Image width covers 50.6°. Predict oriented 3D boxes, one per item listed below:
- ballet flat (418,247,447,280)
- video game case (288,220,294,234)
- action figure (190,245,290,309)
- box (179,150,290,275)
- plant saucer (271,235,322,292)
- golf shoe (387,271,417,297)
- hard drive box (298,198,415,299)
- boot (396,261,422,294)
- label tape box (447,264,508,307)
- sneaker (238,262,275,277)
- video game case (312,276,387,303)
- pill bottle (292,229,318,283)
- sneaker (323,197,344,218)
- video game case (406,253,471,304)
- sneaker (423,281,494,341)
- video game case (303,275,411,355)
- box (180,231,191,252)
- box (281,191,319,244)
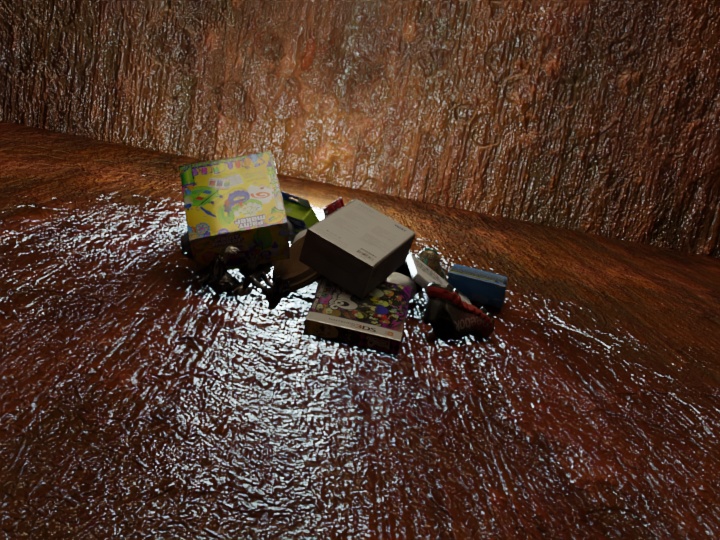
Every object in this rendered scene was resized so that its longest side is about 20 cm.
[{"bbox_3d":[0.169,0.010,1.869,0.069,0.067,0.200,15,-16,21],"label":"ballet flat"},{"bbox_3d":[-0.262,-0.107,1.786,0.177,0.024,0.200,-7,-13,7],"label":"video game case"},{"bbox_3d":[-0.234,0.006,1.487,0.195,0.105,0.118,17,7,18],"label":"action figure"},{"bbox_3d":[-0.257,-0.119,1.565,0.194,0.123,0.196,-10,56,-9],"label":"box"},{"bbox_3d":[-0.111,-0.030,1.624,0.196,0.030,0.202,-27,26,14],"label":"plant saucer"},{"bbox_3d":[0.033,0.050,1.624,0.194,0.077,0.092,0,25,-15],"label":"golf shoe"},{"bbox_3d":[-0.003,-0.048,1.505,0.154,0.078,0.199,30,33,16],"label":"hard drive box"},{"bbox_3d":[0.042,-0.005,1.820,0.205,0.082,0.158,8,13,-14],"label":"boot"},{"bbox_3d":[0.280,0.040,1.839,0.140,0.065,0.200,14,9,11],"label":"label tape box"},{"bbox_3d":[-0.228,-0.019,1.690,0.078,0.132,0.200,-22,-30,4],"label":"sneaker"},{"bbox_3d":[-0.020,0.050,1.523,0.139,0.018,0.202,9,32,1],"label":"video game case"},{"bbox_3d":[-0.089,-0.033,1.761,0.106,0.112,0.199,4,14,-26],"label":"pill bottle"},{"bbox_3d":[-0.034,-0.097,1.791,0.078,0.117,0.198,-35,40,-22],"label":"sneaker"},{"bbox_3d":[0.181,0.043,1.684,0.181,0.024,0.200,38,10,-9],"label":"video game case"},{"bbox_3d":[0.192,0.102,1.515,0.199,0.100,0.070,31,-16,-39],"label":"sneaker"},{"bbox_3d":[0.000,0.073,1.430,0.176,0.037,0.201,13,29,4],"label":"video game case"},{"bbox_3d":[-0.304,-0.073,1.778,0.196,0.039,0.136,2,-15,-34],"label":"box"},{"bbox_3d":[-0.145,-0.107,1.910,0.120,0.048,0.202,20,-27,35],"label":"box"}]
